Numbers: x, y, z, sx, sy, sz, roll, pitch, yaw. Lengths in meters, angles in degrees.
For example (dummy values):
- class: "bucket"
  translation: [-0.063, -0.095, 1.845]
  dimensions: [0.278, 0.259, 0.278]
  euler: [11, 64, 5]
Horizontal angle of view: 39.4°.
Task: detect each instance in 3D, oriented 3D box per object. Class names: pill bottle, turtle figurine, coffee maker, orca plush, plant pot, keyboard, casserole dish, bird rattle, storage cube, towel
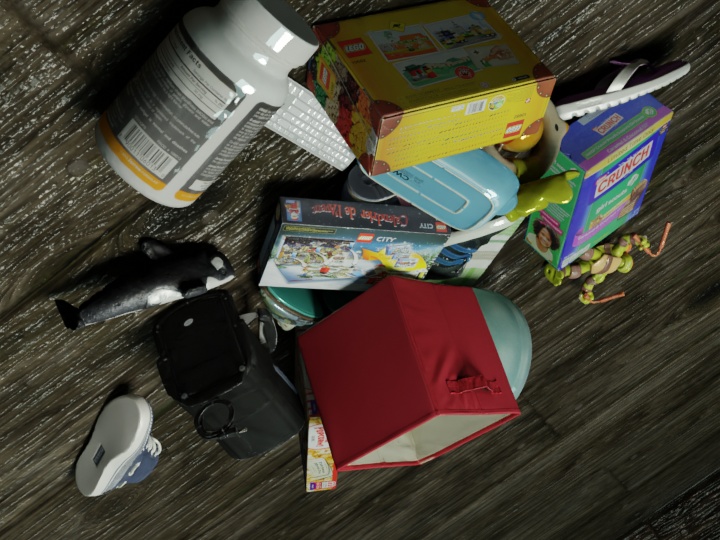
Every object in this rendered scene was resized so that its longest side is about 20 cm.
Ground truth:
- class: "pill bottle"
  translation: [-0.137, -0.162, 0.907]
  dimensions: [0.200, 0.116, 0.116]
  euler: [-44, 145, 18]
- class: "turtle figurine"
  translation: [0.372, -0.021, 1.554]
  dimensions: [0.161, 0.064, 0.200]
  euler: [3, 142, -31]
- class: "coffee maker"
  translation: [-0.159, 0.153, 1.229]
  dimensions: [0.134, 0.192, 0.200]
  euler: [-7, 147, 15]
- class: "orca plush"
  translation: [-0.237, 0.002, 1.108]
  dimensions: [0.200, 0.071, 0.105]
  euler: [-16, -172, -16]
- class: "plant pot"
  translation: [0.118, 0.109, 1.400]
  dimensions: [0.134, 0.200, 0.200]
  euler: [20, 121, -44]
- class: "keyboard"
  translation: [-0.058, -0.160, 1.070]
  dimensions: [0.056, 0.011, 0.200]
  euler: [-43, 146, 16]
- class: "casserole dish"
  translation: [0.078, -0.106, 1.097]
  dimensions: [0.039, 0.200, 0.121]
  euler: [-63, -171, -29]
- class: "bird rattle"
  translation: [0.159, -0.152, 1.164]
  dimensions: [0.163, 0.200, 0.113]
  euler: [-56, -170, -22]
- class: "storage cube"
  translation: [0.059, 0.128, 1.239]
  dimensions: [0.171, 0.180, 0.200]
  euler: [8, 145, -47]
- class: "towel"
  translation: [0.145, -0.054, 1.365]
  dimensions: [0.149, 0.031, 0.200]
  euler: [2, 136, -37]

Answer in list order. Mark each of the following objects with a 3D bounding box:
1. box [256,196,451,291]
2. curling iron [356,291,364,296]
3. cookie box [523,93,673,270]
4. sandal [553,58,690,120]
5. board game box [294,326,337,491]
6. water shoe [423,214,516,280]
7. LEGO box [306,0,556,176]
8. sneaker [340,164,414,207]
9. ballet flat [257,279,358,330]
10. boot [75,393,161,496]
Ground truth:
- class: "box"
  translation: [-0.010, -0.026, 1.179]
  dimensions: [0.200, 0.038, 0.137]
  euler: [3, 147, -17]
- class: "curling iron"
  translation: [0.000, 0.000, 1.280]
  dimensions: [0.050, 0.026, 0.200]
  euler: [-56, 138, -27]
- class: "cookie box"
  translation: [0.312, -0.122, 1.337]
  dimensions: [0.171, 0.075, 0.200]
  euler: [-33, 149, -24]
- class: "sandal"
  translation: [0.317, -0.234, 1.243]
  dimensions: [0.202, 0.082, 0.050]
  euler: [-22, 103, -13]
- class: "board game box"
  translation: [-0.061, 0.189, 1.385]
  dimensions: [0.046, 0.152, 0.200]
  euler: [-5, 142, -8]
- class: "water shoe"
  translation: [0.118, -0.035, 1.281]
  dimensions: [0.200, 0.072, 0.079]
  euler: [-20, 128, 25]
- class: "LEGO box"
  translation: [0.068, -0.190, 1.009]
  dimensions: [0.200, 0.149, 0.077]
  euler: [-16, 144, -22]
- class: "sneaker"
  translation: [0.064, -0.099, 1.210]
  dimensions: [0.200, 0.070, 0.082]
  euler: [-8, 152, -24]
- class: "ballet flat"
  translation: [-0.068, 0.052, 1.287]
  dimensions: [0.200, 0.074, 0.074]
  euler: [15, 124, -46]
- class: "boot"
  translation: [-0.299, 0.222, 1.323]
  dimensions: [0.090, 0.073, 0.200]
  euler: [-6, 147, -45]
